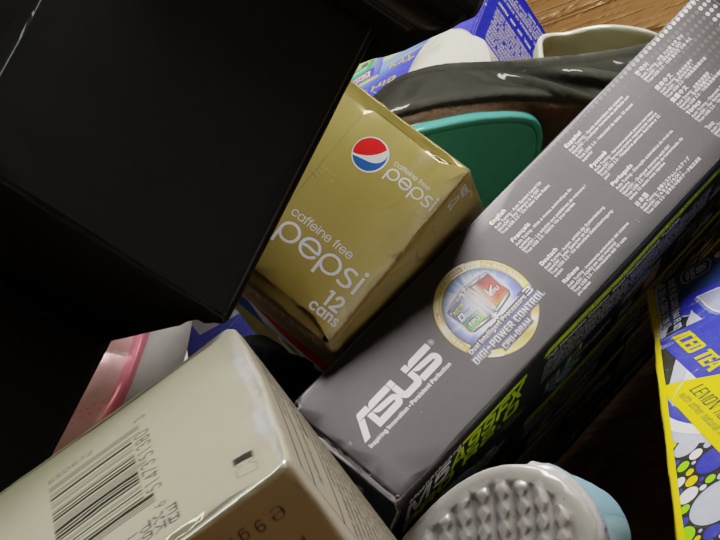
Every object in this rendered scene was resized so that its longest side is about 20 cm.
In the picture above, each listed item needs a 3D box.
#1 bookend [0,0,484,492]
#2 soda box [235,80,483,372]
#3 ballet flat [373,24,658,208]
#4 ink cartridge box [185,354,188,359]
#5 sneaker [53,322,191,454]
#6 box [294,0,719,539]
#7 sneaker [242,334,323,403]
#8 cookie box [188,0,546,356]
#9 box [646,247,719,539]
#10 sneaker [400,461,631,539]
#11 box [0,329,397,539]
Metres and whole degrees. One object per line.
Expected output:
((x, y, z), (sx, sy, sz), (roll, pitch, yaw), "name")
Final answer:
((-0.088, 0.004, 0.723), (0.200, 0.092, 0.199), (-15, 46, 64), "bookend")
((0.000, 0.000, 0.911), (0.068, 0.064, 0.200), (-50, -13, -6), "soda box")
((0.062, -0.055, 1.058), (0.199, 0.068, 0.068), (-6, 46, -21), "ballet flat")
((-0.162, 0.069, 1.121), (0.200, 0.084, 0.146), (-23, 66, 40), "ink cartridge box")
((-0.130, 0.054, 0.855), (0.075, 0.105, 0.200), (-22, 36, 58), "sneaker")
((0.051, 0.024, 0.910), (0.200, 0.044, 0.160), (-46, -15, -23), "box")
((-0.072, 0.077, 0.930), (0.078, 0.086, 0.200), (-45, -11, -37), "sneaker")
((-0.008, -0.022, 1.193), (0.171, 0.075, 0.200), (-28, 20, 27), "cookie box")
((0.129, 0.054, 0.804), (0.070, 0.064, 0.200), (-31, 20, 15), "box")
((0.008, 0.138, 0.843), (0.200, 0.074, 0.082), (-42, -22, 13), "sneaker")
((0.003, 0.122, 0.655), (0.078, 0.200, 0.095), (-35, 19, 2), "box")
